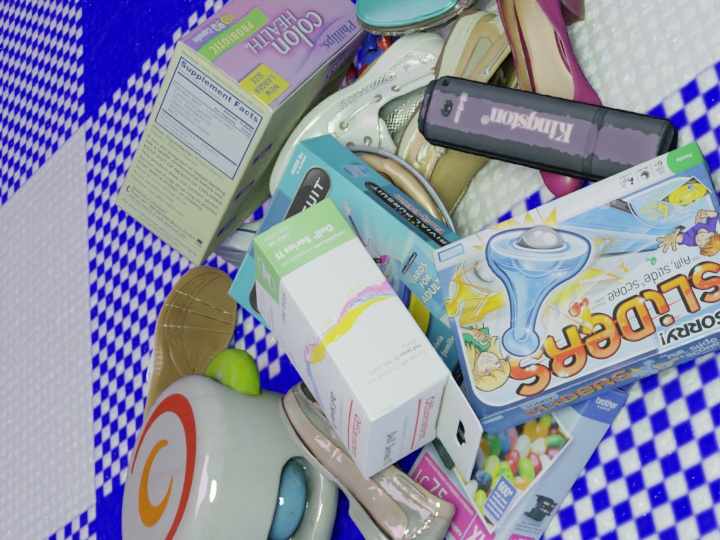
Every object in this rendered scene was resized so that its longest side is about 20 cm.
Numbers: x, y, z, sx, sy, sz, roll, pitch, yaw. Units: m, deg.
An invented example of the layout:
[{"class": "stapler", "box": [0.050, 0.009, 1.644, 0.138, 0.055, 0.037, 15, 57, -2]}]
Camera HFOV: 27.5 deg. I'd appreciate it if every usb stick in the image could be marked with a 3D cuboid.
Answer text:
[{"class": "usb stick", "box": [0.134, -0.101, 1.073, 0.199, 0.033, 0.056, 16, 98, 28]}]

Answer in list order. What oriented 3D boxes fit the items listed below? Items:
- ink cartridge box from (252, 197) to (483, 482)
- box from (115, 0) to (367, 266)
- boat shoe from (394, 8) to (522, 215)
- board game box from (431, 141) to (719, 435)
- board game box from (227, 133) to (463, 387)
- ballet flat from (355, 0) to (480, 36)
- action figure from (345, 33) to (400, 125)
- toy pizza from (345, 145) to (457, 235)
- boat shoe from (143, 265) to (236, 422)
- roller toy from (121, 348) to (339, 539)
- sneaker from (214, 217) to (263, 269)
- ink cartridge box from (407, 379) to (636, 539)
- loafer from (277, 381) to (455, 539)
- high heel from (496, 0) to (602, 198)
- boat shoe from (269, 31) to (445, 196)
[{"class": "ink cartridge box", "box": [0.002, 0.065, 1.029, 0.200, 0.067, 0.117, 55, 163, 23]}, {"class": "box", "box": [-0.101, -0.136, 1.266, 0.176, 0.096, 0.200, -49, -7, -45]}, {"class": "boat shoe", "box": [0.083, -0.110, 1.180, 0.076, 0.071, 0.201, 22, 96, 36]}, {"class": "board game box", "box": [0.156, 0.013, 0.989, 0.199, 0.034, 0.136, -23, 60, 17]}, {"class": "board game box", "box": [0.005, 0.015, 1.136, 0.200, 0.047, 0.152, 39, 120, 20]}, {"class": "ballet flat", "box": [0.092, -0.241, 1.214, 0.199, 0.075, 0.068, -27, 64, 28]}, {"class": "action figure", "box": [0.014, -0.196, 1.321, 0.065, 0.051, 0.202, 0, 76, 48]}, {"class": "toy pizza", "box": [0.000, 0.000, 1.190, 0.199, 0.032, 0.202, 12, 108, 40]}, {"class": "boat shoe", "box": [-0.169, 0.092, 1.387, 0.069, 0.070, 0.201, 121, 165, -59]}, {"class": "roller toy", "box": [-0.105, 0.188, 1.220, 0.200, 0.139, 0.183, -55, 33, 32]}, {"class": "sneaker", "box": [-0.060, -0.031, 1.331, 0.199, 0.073, 0.071, 4, 61, 46]}, {"class": "ink cartridge box", "box": [0.116, 0.111, 1.062, 0.201, 0.042, 0.119, -59, 39, 12]}, {"class": "loafer", "box": [0.007, 0.142, 1.109, 0.063, 0.072, 0.200, -53, 45, 12]}, {"class": "high heel", "box": [0.129, -0.155, 1.114, 0.067, 0.096, 0.201, -28, 54, 41]}, {"class": "boat shoe", "box": [0.008, -0.118, 1.246, 0.200, 0.071, 0.069, -45, 54, 4]}]
